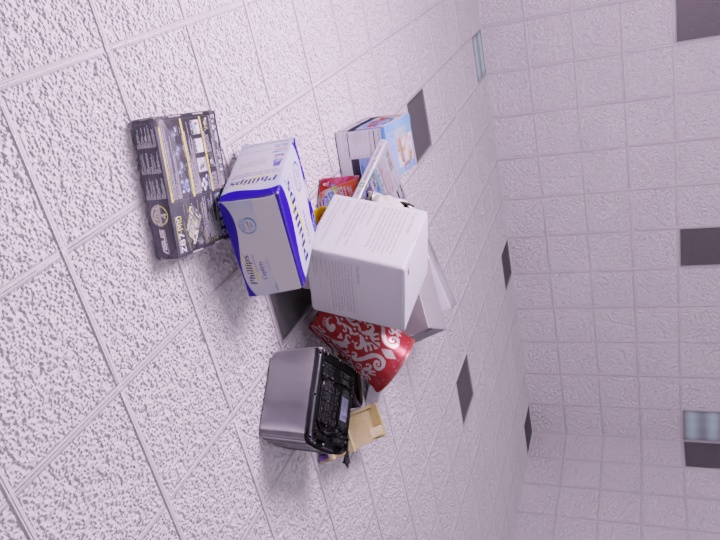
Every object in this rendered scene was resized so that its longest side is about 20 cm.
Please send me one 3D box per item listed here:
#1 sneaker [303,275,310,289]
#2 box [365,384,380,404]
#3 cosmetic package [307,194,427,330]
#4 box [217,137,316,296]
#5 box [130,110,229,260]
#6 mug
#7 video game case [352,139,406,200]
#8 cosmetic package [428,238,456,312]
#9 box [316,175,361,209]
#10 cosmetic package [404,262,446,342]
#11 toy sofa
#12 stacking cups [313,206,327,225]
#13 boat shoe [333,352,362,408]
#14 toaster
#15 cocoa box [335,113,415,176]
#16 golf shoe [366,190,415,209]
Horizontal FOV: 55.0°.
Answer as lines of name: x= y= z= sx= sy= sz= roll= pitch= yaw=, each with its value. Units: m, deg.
sneaker: x=-0.105 y=-0.017 z=1.382 sx=0.199 sy=0.076 sz=0.102 roll=26 pitch=67 yaw=-63
box: x=0.069 y=0.224 z=1.754 sx=0.201 sy=0.036 sz=0.147 roll=-56 pitch=162 yaw=-53
cosmetic package: x=0.016 y=-0.018 z=1.336 sx=0.169 sy=0.195 sz=0.169 roll=86 pitch=22 yaw=-44
box: x=-0.150 y=-0.094 z=1.175 sx=0.202 sy=0.102 sz=0.187 roll=-84 pitch=164 yaw=-54
box: x=-0.263 y=-0.134 z=1.052 sx=0.161 sy=0.048 sz=0.205 roll=-39 pitch=125 yaw=-65
mug: x=-0.011 y=0.147 z=1.456 sx=0.199 sy=0.178 sz=0.134 roll=38 pitch=55 yaw=-4
video game case: x=0.041 y=-0.152 z=1.524 sx=0.185 sy=0.022 sz=0.201 roll=-65 pitch=152 yaw=-24
cosmetic package: x=0.156 y=0.024 z=1.814 sx=0.203 sy=0.121 sz=0.200 roll=67 pitch=12 yaw=4
box: x=-0.012 y=-0.136 z=1.575 sx=0.199 sy=0.097 sz=0.098 roll=31 pitch=62 yaw=-62
cosmetic package: x=0.111 y=0.054 z=1.555 sx=0.089 sy=0.105 sz=0.205 roll=6 pitch=66 yaw=-52
toy sofa: x=-0.027 y=0.359 z=1.541 sx=0.199 sy=0.096 sz=0.085 roll=4 pitch=64 yaw=-66
stacking cups: x=-0.039 y=-0.049 z=1.502 sx=0.201 sy=0.059 sz=0.061 roll=51 pitch=41 yaw=-35
boat shoe: x=-0.022 y=0.211 z=1.567 sx=0.072 sy=0.063 sz=0.206 roll=9 pitch=79 yaw=-65
toaster: x=-0.093 y=0.261 z=1.329 sx=0.181 sy=0.116 sz=0.205 roll=41 pitch=51 yaw=-59
cocoa box: x=0.042 y=-0.294 z=1.678 sx=0.200 sy=0.128 sz=0.137 roll=-44 pitch=127 yaw=-60
golf shoe: x=0.084 y=-0.119 z=1.493 sx=0.199 sy=0.095 sz=0.080 roll=0 pitch=101 yaw=-65
